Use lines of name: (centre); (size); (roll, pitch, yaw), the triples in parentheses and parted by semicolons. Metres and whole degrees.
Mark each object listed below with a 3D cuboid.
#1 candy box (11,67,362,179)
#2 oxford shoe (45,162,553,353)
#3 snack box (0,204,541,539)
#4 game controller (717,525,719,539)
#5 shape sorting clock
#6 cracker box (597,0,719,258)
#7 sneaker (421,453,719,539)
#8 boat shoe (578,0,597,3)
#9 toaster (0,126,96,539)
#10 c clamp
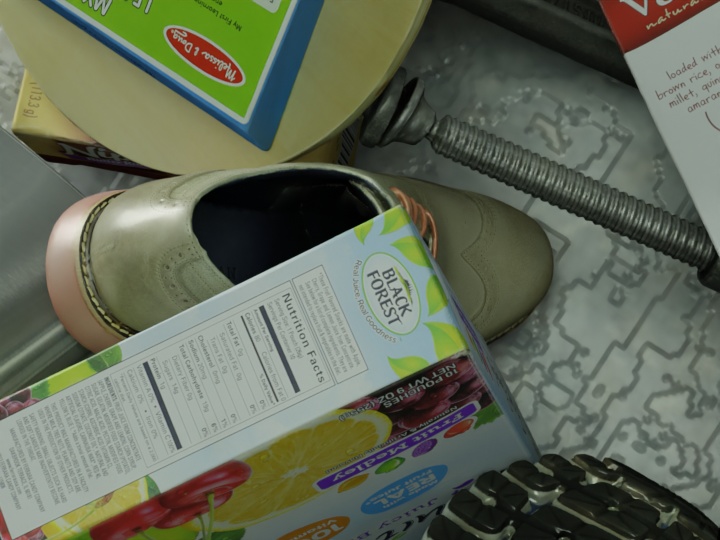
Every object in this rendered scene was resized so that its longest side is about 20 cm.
candy box: (-0.044, -0.130, 0.853); (0.116, 0.056, 0.201); (11, 82, 9)
oxford shoe: (0.000, 0.000, 0.760); (0.074, 0.199, 0.071); (-18, 80, 47)
snack box: (-0.021, 0.061, 0.737); (0.142, 0.200, 0.053); (-25, 69, 3)
game controller: (0.180, 0.148, 0.709); (0.104, 0.042, 0.201); (-18, 85, -3)
shape sorting clock: (-0.052, -0.130, 0.754); (0.199, 0.039, 0.201); (3, 95, 34)
cracker box: (0.167, -0.034, 0.710); (0.134, 0.058, 0.201); (-27, 57, 9)
sneaker: (0.035, 0.133, 0.722); (0.200, 0.089, 0.078); (-36, 53, -29)
boat shoe: (0.145, -0.157, 0.829); (0.199, 0.057, 0.069); (-25, 77, 3)
toaster: (-0.182, 0.026, 0.780); (0.181, 0.119, 0.200); (35, 130, 13)
c clamp: (0.073, -0.042, 0.774); (0.199, 0.027, 0.171); (27, 44, -5)
